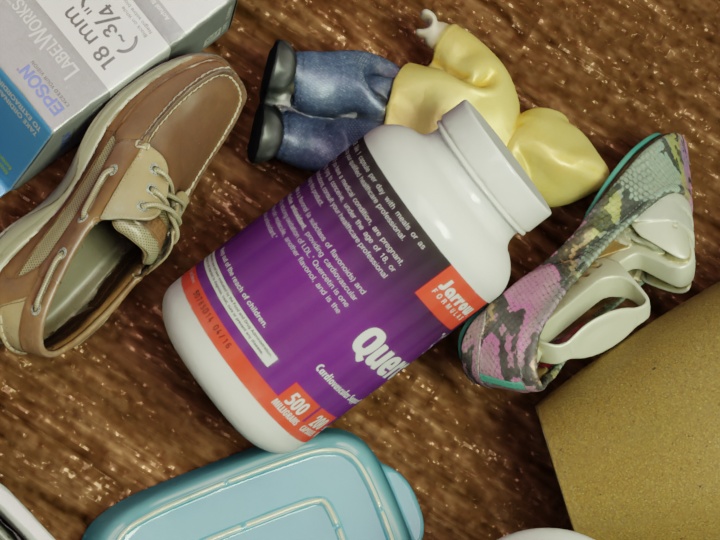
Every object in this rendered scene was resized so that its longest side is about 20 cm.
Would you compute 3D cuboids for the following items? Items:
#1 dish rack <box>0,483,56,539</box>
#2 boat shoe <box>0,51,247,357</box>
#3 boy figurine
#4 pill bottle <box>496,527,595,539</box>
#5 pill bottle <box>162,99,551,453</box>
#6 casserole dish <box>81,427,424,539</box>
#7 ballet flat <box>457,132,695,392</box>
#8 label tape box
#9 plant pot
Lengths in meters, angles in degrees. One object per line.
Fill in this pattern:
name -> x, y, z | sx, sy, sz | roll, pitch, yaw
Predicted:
dish rack -> -0.207, 0.217, 1.375 | 0.200, 0.044, 0.172 | -43, 86, -13
boat shoe -> -0.125, -0.030, 1.532 | 0.072, 0.076, 0.200 | 31, 80, 44
boy figurine -> 0.042, -0.082, 1.582 | 0.200, 0.064, 0.125 | 9, 88, -8
pill bottle -> 0.089, 0.192, 1.459 | 0.111, 0.200, 0.111 | 2, 78, -8
pill bottle -> 0.000, 0.000, 1.506 | 0.200, 0.112, 0.113 | -37, 85, 7
casserole dish -> -0.058, 0.158, 1.530 | 0.200, 0.039, 0.121 | -21, 81, -11
ballet flat -> 0.137, 0.002, 1.546 | 0.071, 0.069, 0.200 | 25, 54, 35
label tape box -> -0.188, -0.140, 1.563 | 0.200, 0.063, 0.144 | -39, 86, -15
plant pot -> 0.202, 0.088, 1.524 | 0.200, 0.186, 0.187 | -17, 80, 1
